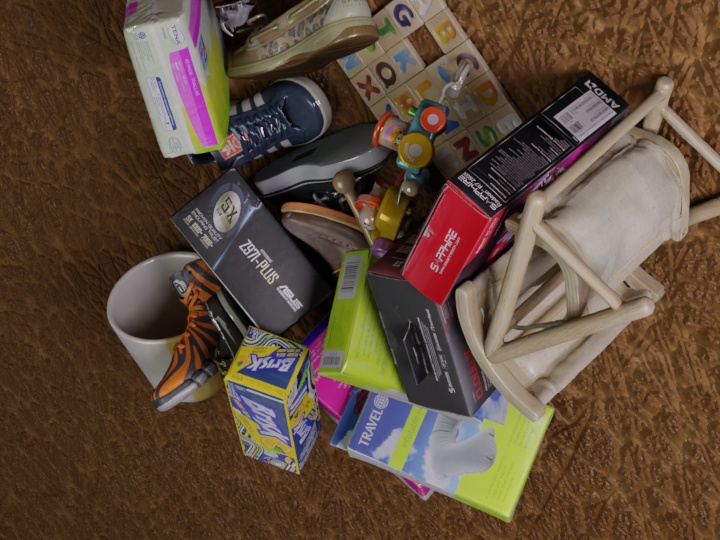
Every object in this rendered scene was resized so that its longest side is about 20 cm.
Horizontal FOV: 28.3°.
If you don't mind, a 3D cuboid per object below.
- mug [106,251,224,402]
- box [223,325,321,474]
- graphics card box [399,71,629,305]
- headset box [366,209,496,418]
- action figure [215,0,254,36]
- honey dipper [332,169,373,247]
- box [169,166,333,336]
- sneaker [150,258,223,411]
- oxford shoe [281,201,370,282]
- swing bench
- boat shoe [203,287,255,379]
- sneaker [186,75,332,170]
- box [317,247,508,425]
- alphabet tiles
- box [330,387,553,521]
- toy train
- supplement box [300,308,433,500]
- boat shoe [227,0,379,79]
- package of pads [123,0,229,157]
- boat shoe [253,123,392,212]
[{"bbox_3d":[-0.206,0.090,1.747,0.186,0.149,0.153,31,149,36],"label":"mug"},{"bbox_3d":[-0.087,0.136,1.461,0.070,0.064,0.200,18,153,12],"label":"box"},{"bbox_3d":[0.127,-0.068,1.169,0.051,0.200,0.126,42,143,13],"label":"graphics card box"},{"bbox_3d":[0.096,0.021,1.277,0.077,0.200,0.149,10,131,39],"label":"headset box"},{"bbox_3d":[-0.136,-0.317,1.333,0.130,0.069,0.201,-110,11,-68],"label":"action figure"},{"bbox_3d":[0.025,-0.008,1.381,0.038,0.038,0.200,-5,117,50],"label":"honey dipper"},{"bbox_3d":[-0.113,-0.014,1.514,0.164,0.086,0.200,51,177,0],"label":"box"},{"bbox_3d":[-0.191,0.061,1.625,0.112,0.200,0.078,45,153,-7],"label":"sneaker"},{"bbox_3d":[0.000,0.000,1.427,0.200,0.073,0.071,31,165,-7],"label":"oxford shoe"},{"bbox_3d":[0.191,-0.014,1.147,0.130,0.199,0.200,46,144,7],"label":"swing bench"},{"bbox_3d":[-0.125,0.106,1.568,0.201,0.060,0.072,61,-176,-34],"label":"boat shoe"},{"bbox_3d":[-0.110,-0.142,1.470,0.200,0.084,0.075,-13,111,52],"label":"sneaker"},{"bbox_3d":[0.061,0.066,1.351,0.200,0.122,0.048,21,165,-34],"label":"box"},{"bbox_3d":[0.070,-0.154,1.324,0.200,0.008,0.167,55,145,-5],"label":"alphabet tiles"},{"bbox_3d":[0.080,0.157,1.441,0.199,0.122,0.048,22,167,11],"label":"box"},{"bbox_3d":[0.036,-0.097,1.286,0.055,0.150,0.200,21,133,3],"label":"toy train"},{"bbox_3d":[0.024,0.141,1.536,0.200,0.103,0.101,41,171,15],"label":"supplement box"},{"bbox_3d":[-0.058,-0.224,1.358,0.200,0.073,0.063,-11,89,47],"label":"boat shoe"},{"bbox_3d":[-0.174,-0.219,1.384,0.068,0.200,0.155,-11,128,5],"label":"package of pads"},{"bbox_3d":[-0.028,-0.091,1.435,0.199,0.074,0.068,-16,117,46],"label":"boat shoe"}]
